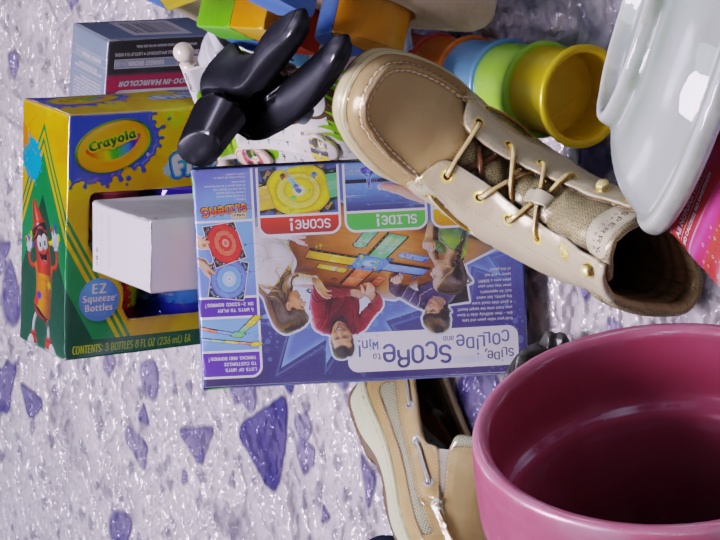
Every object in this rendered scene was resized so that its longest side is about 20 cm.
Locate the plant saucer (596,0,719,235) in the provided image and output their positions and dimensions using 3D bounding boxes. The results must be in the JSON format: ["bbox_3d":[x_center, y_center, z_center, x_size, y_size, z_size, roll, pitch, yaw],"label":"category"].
[{"bbox_3d":[0.159,-0.120,1.293,0.200,0.050,0.201,-164,90,-88],"label":"plant saucer"}]

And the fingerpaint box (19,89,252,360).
[{"bbox_3d":[-0.125,-0.036,1.719,0.073,0.199,0.168,21,112,54],"label":"fingerpaint box"}]

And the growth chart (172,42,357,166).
[{"bbox_3d":[-0.027,-0.096,1.591,0.199,0.018,0.145,11,145,29],"label":"growth chart"}]

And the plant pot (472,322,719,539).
[{"bbox_3d":[0.163,0.152,1.314,0.200,0.199,0.180,34,138,51],"label":"plant pot"}]

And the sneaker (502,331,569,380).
[{"bbox_3d":[0.113,0.139,1.480,0.098,0.070,0.201,82,-174,-65],"label":"sneaker"}]

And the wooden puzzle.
[{"bbox_3d":[-0.051,-0.159,1.440,0.199,0.185,0.047,2,77,37],"label":"wooden puzzle"}]

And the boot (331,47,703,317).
[{"bbox_3d":[0.089,-0.046,1.400,0.073,0.200,0.155,-55,39,-4],"label":"boot"}]

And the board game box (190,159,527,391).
[{"bbox_3d":[0.000,0.000,1.537,0.034,0.199,0.136,-90,-2,-85],"label":"board game box"}]

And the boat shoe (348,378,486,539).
[{"bbox_3d":[0.056,0.130,1.587,0.076,0.071,0.200,-47,56,31],"label":"boat shoe"}]

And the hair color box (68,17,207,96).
[{"bbox_3d":[-0.162,-0.080,1.865,0.061,0.099,0.201,30,120,52],"label":"hair color box"}]

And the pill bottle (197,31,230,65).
[{"bbox_3d":[-0.034,-0.184,1.631,0.115,0.114,0.200,60,141,33],"label":"pill bottle"}]

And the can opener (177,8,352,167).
[{"bbox_3d":[-0.047,-0.106,1.454,0.200,0.063,0.079,-27,43,65],"label":"can opener"}]

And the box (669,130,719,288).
[{"bbox_3d":[0.240,-0.072,1.226,0.100,0.095,0.201,53,137,41],"label":"box"}]

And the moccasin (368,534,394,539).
[{"bbox_3d":[0.039,0.254,1.626,0.200,0.068,0.081,60,141,34],"label":"moccasin"}]

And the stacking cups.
[{"bbox_3d":[0.076,-0.118,1.519,0.200,0.060,0.061,22,113,56],"label":"stacking cups"}]

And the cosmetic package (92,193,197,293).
[{"bbox_3d":[-0.065,-0.021,1.624,0.082,0.199,0.051,15,107,57],"label":"cosmetic package"}]

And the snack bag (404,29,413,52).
[{"bbox_3d":[-0.055,-0.233,1.525,0.188,0.021,0.201,14,122,31],"label":"snack bag"}]
